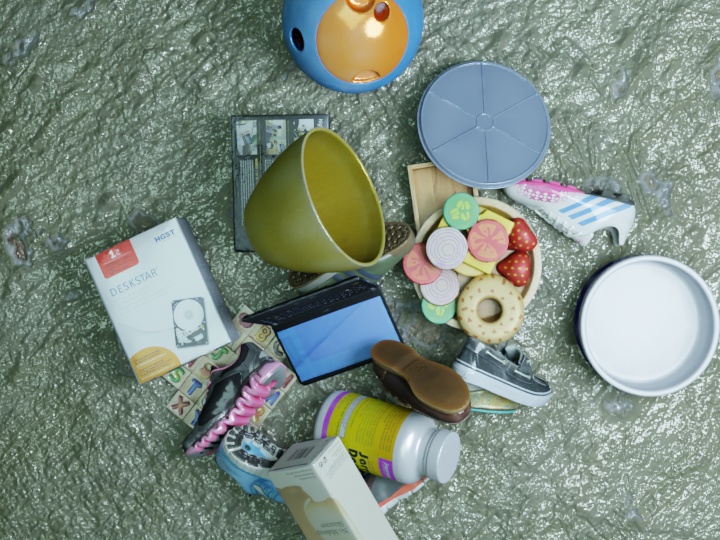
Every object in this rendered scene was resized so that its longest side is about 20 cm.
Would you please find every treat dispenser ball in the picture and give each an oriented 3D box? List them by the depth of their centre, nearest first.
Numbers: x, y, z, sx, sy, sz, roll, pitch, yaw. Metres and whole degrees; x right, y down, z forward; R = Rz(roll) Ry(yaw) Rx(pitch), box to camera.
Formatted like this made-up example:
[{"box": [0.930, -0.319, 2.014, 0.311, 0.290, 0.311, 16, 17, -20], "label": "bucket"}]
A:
[{"box": [-0.010, -0.351, 1.442, 0.198, 0.201, 0.204, 0, 92, 2], "label": "treat dispenser ball"}]

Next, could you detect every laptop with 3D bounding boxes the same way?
[{"box": [-0.047, 0.090, 1.463, 0.176, 0.200, 0.104, -20, 81, 10], "label": "laptop"}]

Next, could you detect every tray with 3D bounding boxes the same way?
[{"box": [0.131, -0.062, 1.530, 0.097, 0.037, 0.203, -8, 93, 3], "label": "tray"}]

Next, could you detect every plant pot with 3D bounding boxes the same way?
[{"box": [-0.077, -0.077, 1.426, 0.141, 0.200, 0.202, -22, 91, 26], "label": "plant pot"}]

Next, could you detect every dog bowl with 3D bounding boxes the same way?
[{"box": [0.414, 0.078, 1.501, 0.197, 0.079, 0.203, 0, 92, 3], "label": "dog bowl"}]

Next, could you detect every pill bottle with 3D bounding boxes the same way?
[{"box": [0.039, 0.243, 1.476, 0.198, 0.104, 0.106, 11, 93, 30], "label": "pill bottle"}]

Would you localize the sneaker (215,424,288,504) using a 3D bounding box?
[{"box": [-0.131, 0.308, 1.546, 0.199, 0.079, 0.090, 36, 135, -12], "label": "sneaker"}]

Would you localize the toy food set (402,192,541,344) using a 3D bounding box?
[{"box": [0.164, -0.007, 1.489, 0.196, 0.049, 0.202, 25, 94, 1], "label": "toy food set"}]

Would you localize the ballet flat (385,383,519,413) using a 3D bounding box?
[{"box": [0.135, 0.178, 1.523, 0.197, 0.071, 0.072, -1, 92, 5], "label": "ballet flat"}]

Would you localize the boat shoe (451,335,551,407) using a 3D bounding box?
[{"box": [0.215, 0.143, 1.471, 0.199, 0.072, 0.072, 20, 97, -43], "label": "boat shoe"}]

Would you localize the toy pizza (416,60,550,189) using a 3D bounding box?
[{"box": [0.179, -0.211, 1.506, 0.198, 0.032, 0.203, 2, 74, -5], "label": "toy pizza"}]

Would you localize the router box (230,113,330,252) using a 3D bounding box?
[{"box": [-0.116, -0.129, 1.529, 0.147, 0.051, 0.203, -1, 93, 1], "label": "router box"}]

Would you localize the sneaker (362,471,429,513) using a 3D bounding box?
[{"box": [0.050, 0.297, 1.530, 0.199, 0.077, 0.082, -39, 84, 3], "label": "sneaker"}]

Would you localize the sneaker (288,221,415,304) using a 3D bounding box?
[{"box": [0.000, 0.000, 1.509, 0.198, 0.068, 0.090, -23, 135, 15], "label": "sneaker"}]

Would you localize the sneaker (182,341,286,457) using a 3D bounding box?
[{"box": [-0.203, 0.191, 1.540, 0.200, 0.079, 0.095, -47, 68, 3], "label": "sneaker"}]

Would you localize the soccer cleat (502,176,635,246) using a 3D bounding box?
[{"box": [0.302, -0.084, 1.504, 0.198, 0.070, 0.087, 10, 92, 2], "label": "soccer cleat"}]

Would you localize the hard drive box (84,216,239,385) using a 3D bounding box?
[{"box": [-0.293, 0.045, 1.529, 0.155, 0.077, 0.202, -25, 88, 4], "label": "hard drive box"}]

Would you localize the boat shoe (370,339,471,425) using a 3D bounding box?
[{"box": [0.088, 0.165, 1.438, 0.070, 0.200, 0.071, -26, 123, -22], "label": "boat shoe"}]

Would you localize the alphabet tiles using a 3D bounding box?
[{"box": [-0.199, 0.161, 1.568, 0.166, 0.006, 0.201, 39, 93, 1], "label": "alphabet tiles"}]

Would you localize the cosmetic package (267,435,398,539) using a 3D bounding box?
[{"box": [-0.036, 0.343, 1.472, 0.105, 0.071, 0.201, -20, 105, 42], "label": "cosmetic package"}]
